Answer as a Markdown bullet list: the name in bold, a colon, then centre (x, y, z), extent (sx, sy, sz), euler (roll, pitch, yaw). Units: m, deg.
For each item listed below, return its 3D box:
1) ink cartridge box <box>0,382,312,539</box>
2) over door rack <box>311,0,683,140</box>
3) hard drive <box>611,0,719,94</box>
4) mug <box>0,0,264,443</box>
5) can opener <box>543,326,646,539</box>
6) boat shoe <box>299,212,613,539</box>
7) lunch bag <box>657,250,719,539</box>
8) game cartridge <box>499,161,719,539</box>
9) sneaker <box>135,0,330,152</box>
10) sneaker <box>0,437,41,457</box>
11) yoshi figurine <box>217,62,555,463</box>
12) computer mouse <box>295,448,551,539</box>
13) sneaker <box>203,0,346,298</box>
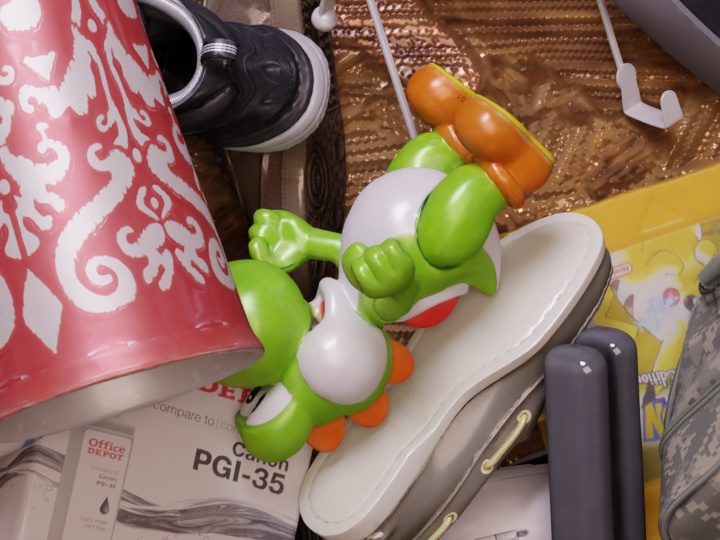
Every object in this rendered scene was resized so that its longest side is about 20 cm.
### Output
- **ink cartridge box**: centre (-0.113, 0.131, 1.334), extent (0.146, 0.083, 0.201), euler (18, 73, -23)
- **over door rack**: centre (0.057, -0.133, 1.386), extent (0.147, 0.066, 0.201), euler (-31, 105, -25)
- **hard drive**: centre (0.219, -0.149, 1.402), extent (0.200, 0.042, 0.135), euler (35, 85, -22)
- **mug**: centre (-0.149, -0.036, 1.188), extent (0.177, 0.133, 0.201), euler (-11, 80, -36)
- **can opener**: centre (0.129, 0.130, 1.323), extent (0.053, 0.067, 0.202), euler (-25, 117, -47)
- **boat shoe**: centre (0.055, 0.060, 1.342), extent (0.202, 0.072, 0.060), euler (-49, 130, -3)
- **lunch bag**: centre (0.247, 0.088, 1.336), extent (0.199, 0.168, 0.139), euler (32, 125, -15)
- **game cartridge**: centre (0.171, 0.053, 1.405), extent (0.175, 0.032, 0.201), euler (-18, 89, -20)
- **sneaker**: centre (-0.122, -0.096, 1.328), extent (0.199, 0.114, 0.076), euler (-1, 79, 27)
- **sneaker**: centre (-0.192, 0.056, 1.264), extent (0.200, 0.073, 0.072), euler (-38, 59, -3)
- **yoshi figurine**: centre (-0.009, -0.007, 1.293), extent (0.112, 0.112, 0.200), euler (38, 92, 19)
- **computer mouse**: centre (0.054, 0.137, 1.408), extent (0.199, 0.044, 0.110), euler (-16, 89, -5)
- **sneaker**: centre (-0.054, -0.086, 1.401), extent (0.075, 0.070, 0.202), euler (-3, 90, 18)
